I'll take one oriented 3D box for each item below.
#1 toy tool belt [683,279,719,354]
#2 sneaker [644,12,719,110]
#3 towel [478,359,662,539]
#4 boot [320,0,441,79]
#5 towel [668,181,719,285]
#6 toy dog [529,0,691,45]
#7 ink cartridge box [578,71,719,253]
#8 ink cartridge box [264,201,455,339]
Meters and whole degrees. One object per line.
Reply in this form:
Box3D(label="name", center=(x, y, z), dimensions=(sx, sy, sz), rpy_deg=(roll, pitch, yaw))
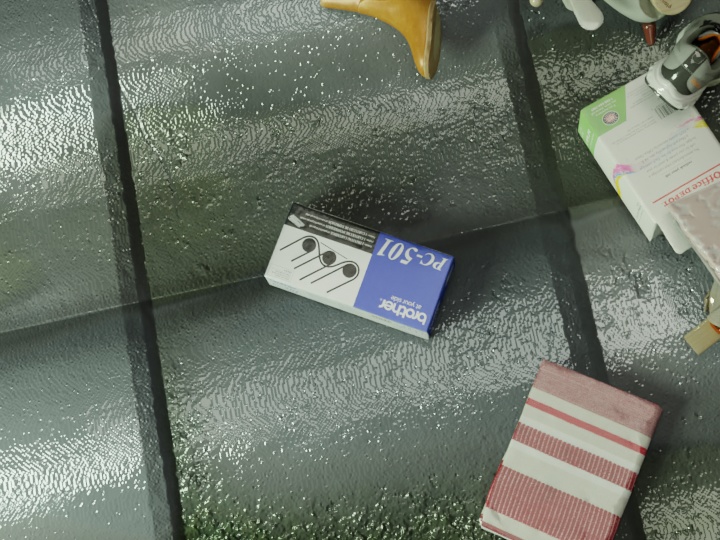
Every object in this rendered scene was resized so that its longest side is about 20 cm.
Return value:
Box3D(label="toy tool belt", center=(0.463, 0.069, 1.550), dimensions=(0.199, 0.125, 0.124), rpy_deg=(25, 106, 12))
Box3D(label="sneaker", center=(0.392, -0.247, 1.613), dimensions=(0.074, 0.079, 0.200), rpy_deg=(43, 40, 1))
Box3D(label="towel", center=(0.229, 0.215, 1.566), dimensions=(0.143, 0.023, 0.201), rpy_deg=(22, 79, 8))
Box3D(label="boot", center=(0.023, -0.317, 1.711), dimensions=(0.142, 0.071, 0.203), rpy_deg=(-3, 71, 10))
Box3D(label="towel", center=(0.450, -0.039, 1.498), dimensions=(0.190, 0.032, 0.201), rpy_deg=(-24, 45, -2))
Box3D(label="toy dog", center=(0.285, -0.314, 1.672), dimensions=(0.198, 0.132, 0.097), rpy_deg=(10, 114, 12))
Box3D(label="ink cartridge box", center=(0.347, -0.117, 1.622), dimensions=(0.116, 0.067, 0.201), rpy_deg=(-28, 73, -5))
Box3D(label="ink cartridge box", center=(0.000, 0.000, 1.630), dimensions=(0.198, 0.044, 0.095), rpy_deg=(19, 79, 9))
